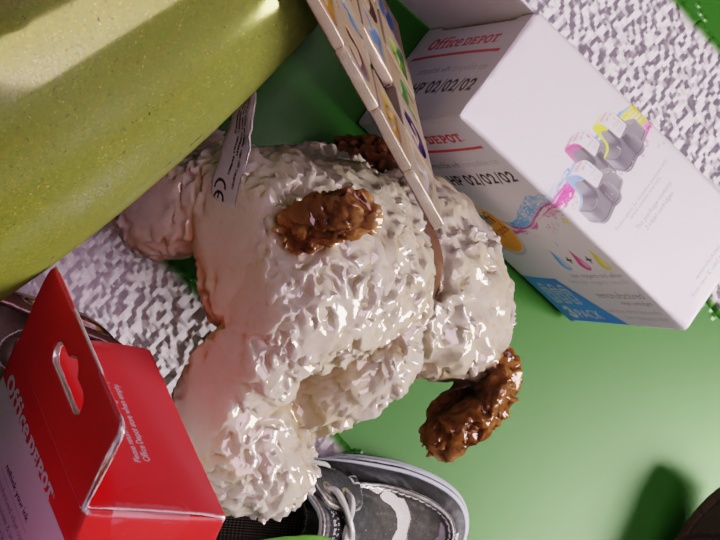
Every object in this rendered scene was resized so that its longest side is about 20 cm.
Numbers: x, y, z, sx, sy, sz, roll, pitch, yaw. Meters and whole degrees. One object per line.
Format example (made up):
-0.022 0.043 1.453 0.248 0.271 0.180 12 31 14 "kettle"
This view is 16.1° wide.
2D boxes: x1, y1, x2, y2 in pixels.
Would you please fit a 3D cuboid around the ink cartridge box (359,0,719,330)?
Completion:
0.080 -0.060 1.224 0.200 0.115 0.068 42 74 -19 "ink cartridge box"

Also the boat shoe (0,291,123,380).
-0.193 0.027 1.122 0.200 0.072 0.072 17 84 -24 "boat shoe"

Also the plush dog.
0.000 0.000 1.158 0.172 0.160 0.200 1 64 -46 "plush dog"

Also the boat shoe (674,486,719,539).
0.186 0.207 1.315 0.076 0.072 0.200 22 89 -38 "boat shoe"

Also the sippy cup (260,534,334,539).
-0.058 0.208 1.162 0.130 0.178 0.140 14 59 -40 "sippy cup"

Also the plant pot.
-0.123 -0.101 1.051 0.200 0.187 0.187 -25 103 6 "plant pot"

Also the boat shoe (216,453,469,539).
-0.032 0.124 1.201 0.200 0.071 0.072 3 90 -25 "boat shoe"

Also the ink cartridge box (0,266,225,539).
-0.122 0.111 1.083 0.067 0.116 0.200 7 123 -30 "ink cartridge box"

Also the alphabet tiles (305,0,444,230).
-0.017 -0.136 1.072 0.008 0.167 0.200 -23 126 10 "alphabet tiles"
